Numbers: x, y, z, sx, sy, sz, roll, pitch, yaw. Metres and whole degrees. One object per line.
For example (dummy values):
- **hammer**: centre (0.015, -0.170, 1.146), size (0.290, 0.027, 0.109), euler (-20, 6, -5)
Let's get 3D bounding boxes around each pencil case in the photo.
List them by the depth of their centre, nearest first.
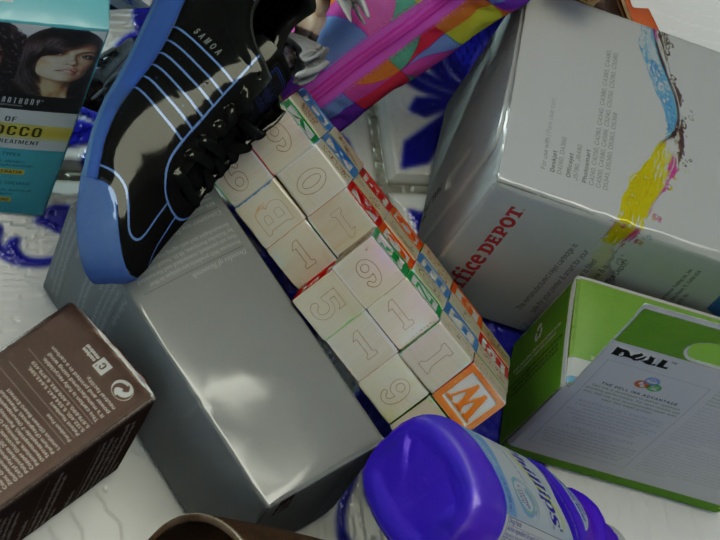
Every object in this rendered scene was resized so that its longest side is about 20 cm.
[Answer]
- **pencil case**: centre (0.010, -0.143, 1.203), size (0.088, 0.200, 0.089), euler (38, 32, -29)

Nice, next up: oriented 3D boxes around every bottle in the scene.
- **bottle**: centre (0.081, 0.137, 1.103), size (0.200, 0.065, 0.084), euler (30, 22, -51)

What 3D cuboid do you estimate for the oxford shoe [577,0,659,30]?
- **oxford shoe**: centre (0.134, -0.183, 1.350), size (0.072, 0.071, 0.201), euler (-18, 64, -13)

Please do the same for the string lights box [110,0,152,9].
- **string lights box**: centre (-0.167, -0.201, 1.156), size (0.059, 0.200, 0.103), euler (33, 74, -33)

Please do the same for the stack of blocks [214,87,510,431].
- **stack of blocks**: centre (0.000, 0.000, 1.144), size (0.058, 0.115, 0.200), euler (-37, 94, 11)

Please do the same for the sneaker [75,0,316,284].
- **sneaker**: centre (-0.084, -0.080, 1.071), size (0.078, 0.070, 0.201), euler (7, 63, 19)

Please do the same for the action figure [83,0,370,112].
- **action figure**: centre (-0.079, -0.142, 1.171), size (0.130, 0.200, 0.069), euler (56, 24, 19)

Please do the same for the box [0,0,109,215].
- **box**: centre (-0.192, -0.099, 1.105), size (0.082, 0.200, 0.049), euler (4, 63, -17)

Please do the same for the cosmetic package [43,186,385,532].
- **cosmetic package**: centre (-0.084, 0.049, 1.123), size (0.090, 0.107, 0.200), euler (-30, 78, -29)

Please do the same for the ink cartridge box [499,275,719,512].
- **ink cartridge box**: centre (0.185, 0.052, 1.163), size (0.147, 0.200, 0.076), euler (16, 59, -12)

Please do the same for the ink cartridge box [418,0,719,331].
- **ink cartridge box**: centre (0.154, -0.046, 1.236), size (0.199, 0.147, 0.147), euler (18, 59, -11)

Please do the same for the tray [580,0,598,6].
- **tray**: centre (0.131, -0.224, 1.257), size (0.099, 0.200, 0.037), euler (-45, 111, 2)

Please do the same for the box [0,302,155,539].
- **box**: centre (-0.208, 0.112, 1.048), size (0.075, 0.100, 0.200), euler (47, 57, 8)

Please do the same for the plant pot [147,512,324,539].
- **plant pot**: centre (-0.001, 0.219, 1.036), size (0.199, 0.187, 0.188), euler (6, 60, -33)
